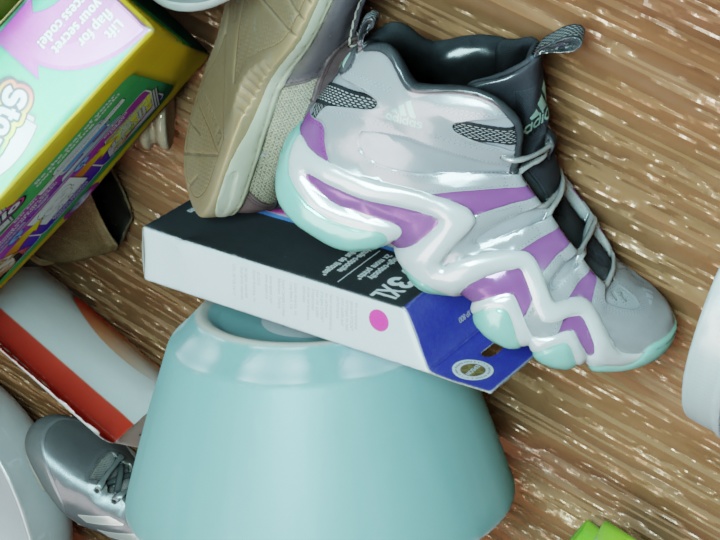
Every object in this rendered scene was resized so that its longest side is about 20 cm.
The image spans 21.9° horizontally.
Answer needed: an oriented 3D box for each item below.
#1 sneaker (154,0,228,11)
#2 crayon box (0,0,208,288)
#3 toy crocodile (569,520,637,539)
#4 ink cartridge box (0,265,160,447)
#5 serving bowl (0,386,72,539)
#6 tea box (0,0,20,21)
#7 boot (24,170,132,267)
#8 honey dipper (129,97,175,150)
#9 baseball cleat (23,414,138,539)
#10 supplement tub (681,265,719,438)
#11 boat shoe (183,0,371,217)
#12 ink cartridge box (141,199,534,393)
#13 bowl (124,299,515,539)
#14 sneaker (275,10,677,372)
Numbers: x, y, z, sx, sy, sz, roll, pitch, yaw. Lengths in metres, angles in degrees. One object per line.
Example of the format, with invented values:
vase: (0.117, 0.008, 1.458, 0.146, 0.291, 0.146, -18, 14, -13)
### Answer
sneaker: (-0.046, -0.166, 0.739, 0.200, 0.115, 0.075, -27, 69, 33)
crayon box: (-0.168, -0.052, 0.881, 0.058, 0.200, 0.173, 43, -176, 1)
toy crocodile: (0.115, 0.194, 1.015, 0.067, 0.062, 0.200, 39, 144, 7)
ink cartridge box: (-0.180, 0.032, 1.075, 0.162, 0.050, 0.200, 40, 173, 7)
serving bowl: (-0.264, 0.150, 1.313, 0.200, 0.066, 0.201, 25, 128, 38)
tea box: (-0.204, -0.157, 0.869, 0.134, 0.197, 0.200, 45, 143, -1)
boot: (-0.189, -0.086, 1.041, 0.075, 0.074, 0.200, -1, 133, 29)
honey dipper: (-0.199, -0.083, 0.988, 0.199, 0.038, 0.038, 0, 132, 4)
baseball cleat: (-0.124, 0.153, 1.210, 0.200, 0.070, 0.106, 41, 138, -11)
supplement tub: (0.235, 0.042, 0.688, 0.199, 0.140, 0.141, 26, 140, 23)
boat shoe: (-0.026, -0.103, 0.862, 0.200, 0.065, 0.072, -64, 38, 37)
ink cartridge box: (0.000, 0.000, 0.903, 0.199, 0.095, 0.037, 19, 122, 28)
bowl: (-0.024, 0.066, 0.941, 0.200, 0.200, 0.106, 11, 113, 37)
sneaker: (0.074, -0.045, 0.817, 0.199, 0.078, 0.140, 25, 123, -9)
